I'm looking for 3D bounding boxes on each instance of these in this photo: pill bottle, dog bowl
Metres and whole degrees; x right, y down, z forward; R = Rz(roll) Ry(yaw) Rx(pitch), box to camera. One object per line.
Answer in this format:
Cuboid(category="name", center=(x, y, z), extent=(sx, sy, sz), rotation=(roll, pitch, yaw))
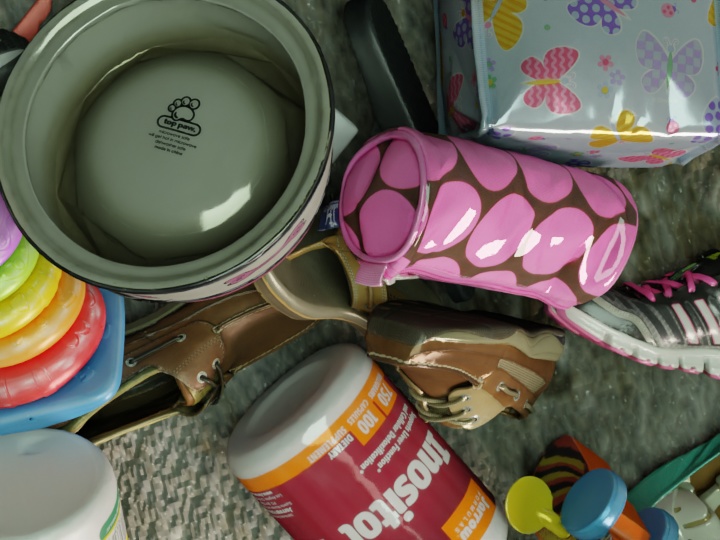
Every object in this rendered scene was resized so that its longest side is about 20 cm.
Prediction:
Cuboid(category="pill bottle", center=(0.019, 0.151, 1.717), extent=(0.113, 0.113, 0.200), rotation=(-43, 106, -3))
Cuboid(category="pill bottle", center=(-0.190, 0.204, 1.658), extent=(0.113, 0.113, 0.200), rotation=(-15, 126, -10))
Cuboid(category="dog bowl", center=(-0.106, -0.070, 1.583), extent=(0.200, 0.074, 0.200), rotation=(-4, 70, 10))

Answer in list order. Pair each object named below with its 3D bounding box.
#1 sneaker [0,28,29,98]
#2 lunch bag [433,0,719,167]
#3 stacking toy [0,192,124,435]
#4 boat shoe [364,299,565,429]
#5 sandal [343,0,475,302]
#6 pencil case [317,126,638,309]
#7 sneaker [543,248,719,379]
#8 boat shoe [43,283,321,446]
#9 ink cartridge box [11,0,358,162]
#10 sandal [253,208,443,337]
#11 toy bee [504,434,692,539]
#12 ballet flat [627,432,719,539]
Cuboid(category="sneaker", center=(-0.275, -0.073, 1.645), extent=(0.200, 0.074, 0.080), rotation=(-33, 114, 1))
Cuboid(category="lunch bag", center=(0.133, -0.169, 1.682), extent=(0.170, 0.127, 0.200), rotation=(1, 78, -13))
Cuboid(category="stacking toy", center=(-0.222, -0.005, 1.594), extent=(0.116, 0.110, 0.200), rotation=(-14, 136, 11))
Cuboid(category="boat shoe", center=(0.066, 0.062, 1.682), extent=(0.200, 0.076, 0.074), rotation=(9, 95, -59))
Cuboid(category="sandal", center=(0.024, -0.073, 1.712), extent=(0.048, 0.075, 0.200), rotation=(-19, 96, 17))
Cuboid(category="pencil case", center=(0.077, -0.026, 1.642), extent=(0.200, 0.091, 0.094), rotation=(9, 82, -41))
Cuboid(category="sneaker", center=(0.213, 0.020, 1.761), extent=(0.200, 0.074, 0.087), rotation=(12, 97, -19))
Cuboid(category="boat shoe", center=(-0.107, 0.059, 1.686), extent=(0.200, 0.068, 0.072), rotation=(-23, 140, 0))
Cuboid(category="ink cartridge box", center=(-0.113, -0.108, 1.677), extent=(0.200, 0.050, 0.109), rotation=(39, 90, -16))
Cuboid(category="sandal", center=(0.000, 0.000, 1.672), extent=(0.200, 0.054, 0.080), rotation=(29, 49, -45))
Cuboid(category="toy bee", center=(0.141, 0.178, 1.703), extent=(0.131, 0.200, 0.109), rotation=(39, 91, -6))
Cuboid(category="ballet flat", center=(0.235, 0.145, 1.786), extent=(0.200, 0.070, 0.067), rotation=(-38, 105, -4))
